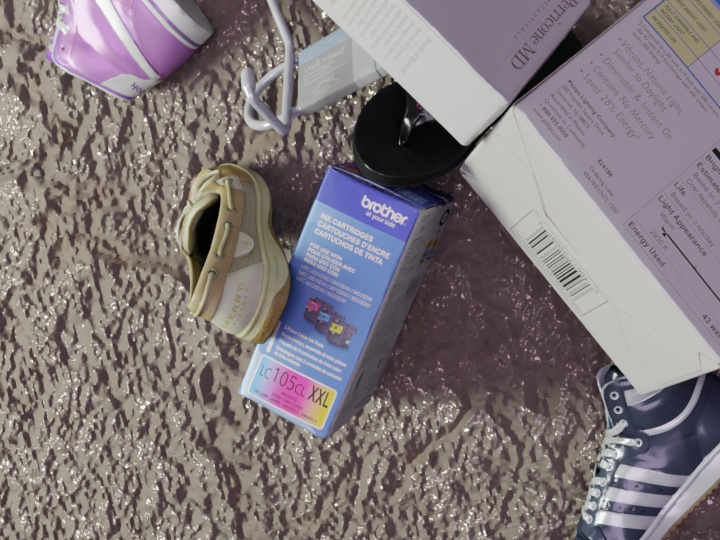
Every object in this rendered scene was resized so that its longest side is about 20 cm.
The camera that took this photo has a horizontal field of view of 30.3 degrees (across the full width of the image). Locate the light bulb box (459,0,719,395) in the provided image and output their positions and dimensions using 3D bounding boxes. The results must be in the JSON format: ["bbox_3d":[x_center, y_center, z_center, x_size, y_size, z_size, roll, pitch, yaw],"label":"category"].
[{"bbox_3d":[0.207,-0.065,0.844,0.199,0.125,0.199,-38,88,-17],"label":"light bulb box"}]

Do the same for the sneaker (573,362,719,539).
[{"bbox_3d":[0.180,0.141,0.939,0.108,0.070,0.200,43,96,-1],"label":"sneaker"}]

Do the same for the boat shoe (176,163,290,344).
[{"bbox_3d":[-0.100,-0.022,0.918,0.062,0.201,0.074,17,117,-24],"label":"boat shoe"}]

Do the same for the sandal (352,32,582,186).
[{"bbox_3d":[0.070,-0.126,0.886,0.200,0.048,0.075,-37,64,-28],"label":"sandal"}]

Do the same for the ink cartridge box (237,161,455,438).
[{"bbox_3d":[0.000,0.000,0.926,0.076,0.136,0.202,26,101,9],"label":"ink cartridge box"}]

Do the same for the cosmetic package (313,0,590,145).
[{"bbox_3d":[0.032,-0.186,0.804,0.200,0.074,0.102,42,64,-2],"label":"cosmetic package"}]

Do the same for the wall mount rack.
[{"bbox_3d":[-0.018,-0.189,0.923,0.198,0.175,0.075,-25,134,23],"label":"wall mount rack"}]

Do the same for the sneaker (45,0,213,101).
[{"bbox_3d":[-0.213,-0.217,0.980,0.114,0.073,0.201,-38,88,16],"label":"sneaker"}]
